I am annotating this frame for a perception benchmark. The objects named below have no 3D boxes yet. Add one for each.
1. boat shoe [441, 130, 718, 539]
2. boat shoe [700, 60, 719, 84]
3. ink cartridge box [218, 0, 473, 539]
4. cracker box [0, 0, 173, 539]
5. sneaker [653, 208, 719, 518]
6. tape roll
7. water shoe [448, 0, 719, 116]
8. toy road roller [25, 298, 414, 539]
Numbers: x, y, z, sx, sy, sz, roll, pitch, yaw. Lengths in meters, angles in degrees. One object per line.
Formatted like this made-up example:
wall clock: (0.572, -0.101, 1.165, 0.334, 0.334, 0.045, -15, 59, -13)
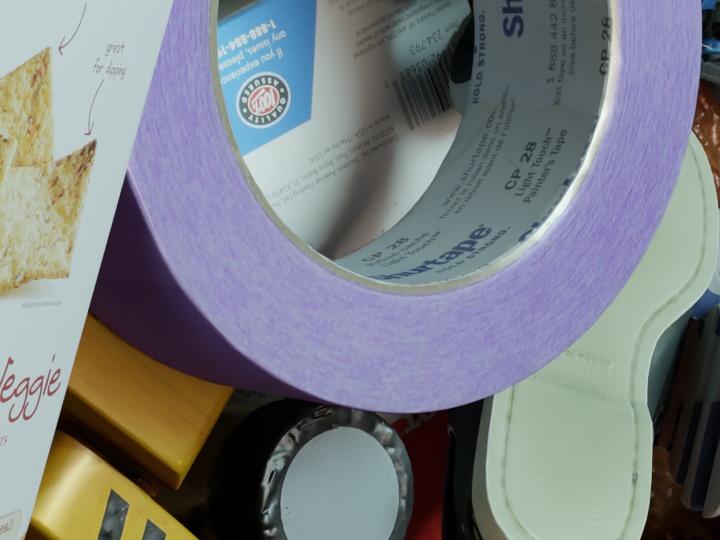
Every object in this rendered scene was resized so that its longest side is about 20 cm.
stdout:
boat shoe: (0.064, 0.028, 0.922, 0.074, 0.066, 0.200, 19, 49, -11)
boat shoe: (0.092, -0.125, 1.023, 0.199, 0.072, 0.062, 29, 77, -29)
ink cartridge box: (0.000, 0.000, 0.959, 0.116, 0.067, 0.201, -30, 107, -33)
cracker box: (-0.110, -0.008, 0.667, 0.134, 0.057, 0.201, -2, 109, -67)
sneaker: (0.153, 0.041, 0.979, 0.115, 0.199, 0.081, 13, 104, -10)
tape roll: (-0.001, -0.064, 0.803, 0.199, 0.066, 0.201, -4, 96, -35)
water shoe: (0.112, -0.097, 0.954, 0.200, 0.071, 0.079, -45, 103, -28)
toy road roller: (-0.095, 0.067, 0.859, 0.200, 0.123, 0.146, 43, 67, -28)
